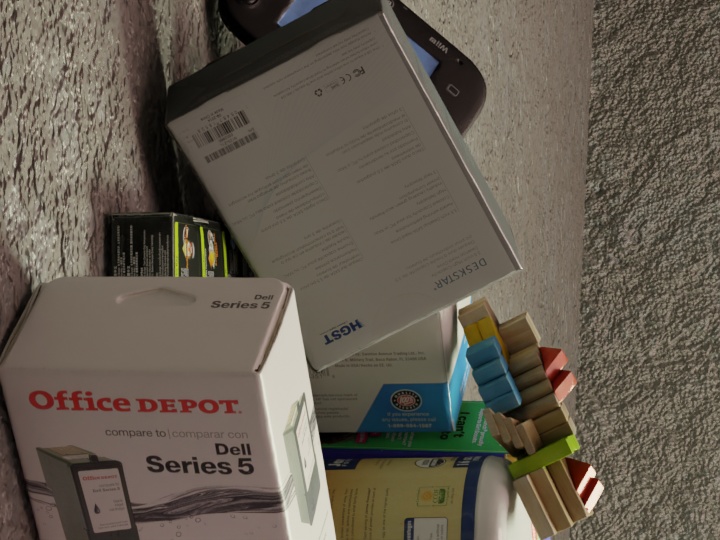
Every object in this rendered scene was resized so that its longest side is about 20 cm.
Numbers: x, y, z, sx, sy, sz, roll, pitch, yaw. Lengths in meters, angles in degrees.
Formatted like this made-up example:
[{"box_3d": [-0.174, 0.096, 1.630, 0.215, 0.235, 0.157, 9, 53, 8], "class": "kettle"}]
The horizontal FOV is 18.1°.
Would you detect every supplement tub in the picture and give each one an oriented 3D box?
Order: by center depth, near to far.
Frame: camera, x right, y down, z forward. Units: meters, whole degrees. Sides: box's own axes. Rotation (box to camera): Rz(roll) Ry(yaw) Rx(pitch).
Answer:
[{"box_3d": [0.016, 0.206, 1.616, 0.144, 0.200, 0.145, -2, 90, -77], "class": "supplement tub"}]

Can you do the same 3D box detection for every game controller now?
[{"box_3d": [-0.004, -0.157, 1.584, 0.104, 0.200, 0.042, -54, -171, -20], "class": "game controller"}]

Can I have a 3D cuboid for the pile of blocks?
[{"box_3d": [0.125, 0.094, 1.604, 0.082, 0.062, 0.200, 44, 22, -59], "class": "pile of blocks"}]

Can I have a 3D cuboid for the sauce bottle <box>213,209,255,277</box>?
[{"box_3d": [-0.071, 0.055, 1.540, 0.066, 0.066, 0.200, 27, 61, -77], "class": "sauce bottle"}]

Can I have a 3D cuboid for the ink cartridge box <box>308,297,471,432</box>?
[{"box_3d": [0.000, 0.000, 1.682, 0.145, 0.147, 0.200, -70, 157, -60], "class": "ink cartridge box"}]

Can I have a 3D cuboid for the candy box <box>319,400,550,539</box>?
[{"box_3d": [0.040, 0.183, 1.735, 0.077, 0.200, 0.169, -74, 159, -53], "class": "candy box"}]

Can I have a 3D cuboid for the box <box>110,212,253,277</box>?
[{"box_3d": [-0.108, 0.068, 1.413, 0.193, 0.047, 0.200, 5, 84, -76], "class": "box"}]

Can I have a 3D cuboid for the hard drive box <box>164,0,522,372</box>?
[{"box_3d": [-0.010, -0.059, 1.449, 0.200, 0.156, 0.077, 61, 9, -22], "class": "hard drive box"}]

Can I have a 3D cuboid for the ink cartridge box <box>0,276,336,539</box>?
[{"box_3d": [-0.099, 0.108, 1.213, 0.084, 0.145, 0.200, -71, 157, -54], "class": "ink cartridge box"}]
